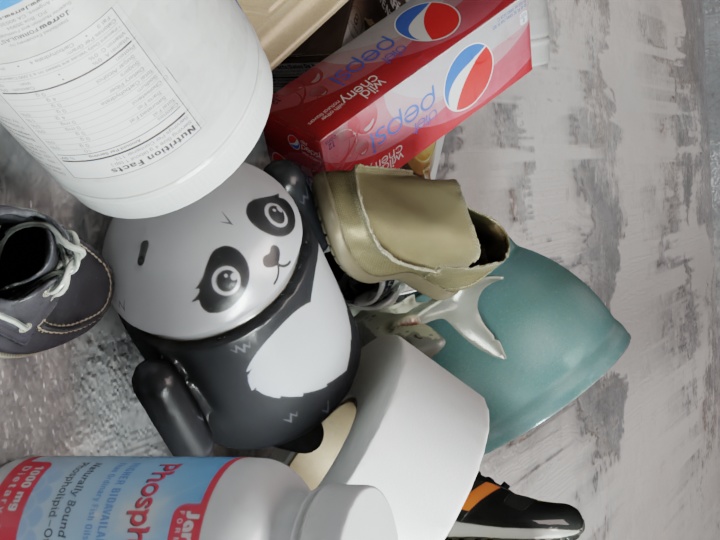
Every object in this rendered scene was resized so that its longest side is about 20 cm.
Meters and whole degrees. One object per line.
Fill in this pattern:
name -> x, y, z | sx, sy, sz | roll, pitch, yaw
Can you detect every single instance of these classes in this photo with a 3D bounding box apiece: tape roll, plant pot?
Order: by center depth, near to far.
tape roll -> -0.007, 0.140, 0.982 | 0.071, 0.202, 0.203 | 35, 42, -11
plant pot -> 0.105, 0.053, 1.318 | 0.135, 0.200, 0.200 | 56, 27, -4

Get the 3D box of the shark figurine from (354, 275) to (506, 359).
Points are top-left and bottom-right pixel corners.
shark figurine -> 0.029, 0.061, 1.140 | 0.214, 0.127, 0.090 | -19, 103, -71

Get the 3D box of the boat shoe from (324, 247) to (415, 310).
boat shoe -> 0.000, 0.000, 1.085 | 0.199, 0.065, 0.074 | -3, 125, -39

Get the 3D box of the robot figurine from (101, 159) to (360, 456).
robot figurine -> -0.070, 0.025, 0.927 | 0.151, 0.124, 0.200 | -107, 174, -45

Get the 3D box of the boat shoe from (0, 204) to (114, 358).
boat shoe -> -0.167, 0.004, 0.772 | 0.200, 0.062, 0.073 | 17, 72, -67

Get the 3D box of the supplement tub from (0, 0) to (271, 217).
supplement tub -> -0.137, -0.130, 0.752 | 0.200, 0.131, 0.133 | 54, 40, -54

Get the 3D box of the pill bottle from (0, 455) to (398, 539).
pill bottle -> -0.087, 0.146, 0.776 | 0.109, 0.199, 0.109 | -3, 90, -68

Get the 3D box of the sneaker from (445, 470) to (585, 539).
sneaker -> 0.063, 0.152, 1.122 | 0.070, 0.199, 0.091 | 107, -14, -73

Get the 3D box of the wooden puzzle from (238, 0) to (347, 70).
wooden puzzle -> -0.068, -0.220, 0.970 | 0.185, 0.037, 0.200 | -45, 144, -19

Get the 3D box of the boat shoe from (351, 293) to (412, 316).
boat shoe -> 0.002, -0.038, 1.168 | 0.062, 0.073, 0.201 | -41, 138, -30

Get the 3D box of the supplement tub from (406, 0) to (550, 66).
supplement tub -> 0.093, -0.273, 1.360 | 0.132, 0.131, 0.201 | -31, 117, -65

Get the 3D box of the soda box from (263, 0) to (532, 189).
soda box -> 0.028, -0.124, 1.060 | 0.200, 0.063, 0.070 | -38, 141, -26

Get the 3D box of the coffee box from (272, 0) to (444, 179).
coffee box -> -0.005, -0.141, 1.166 | 0.200, 0.079, 0.114 | 57, 40, -51

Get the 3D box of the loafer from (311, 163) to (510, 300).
loafer -> 0.035, -0.031, 1.007 | 0.200, 0.067, 0.076 | 15, 54, -63
